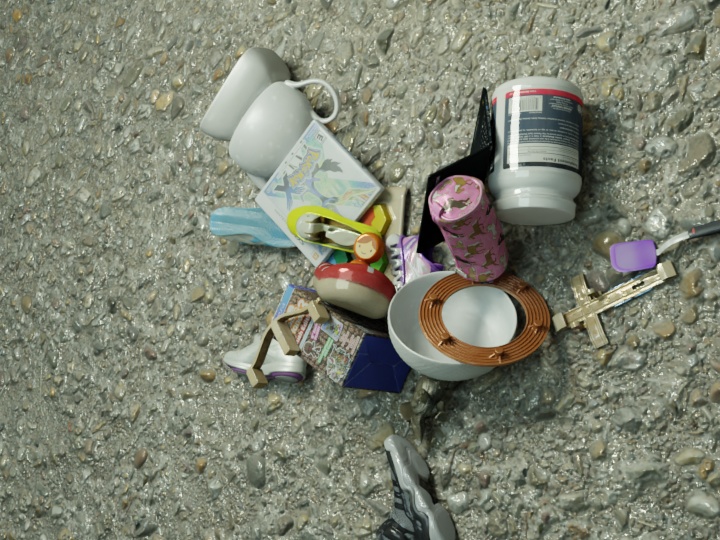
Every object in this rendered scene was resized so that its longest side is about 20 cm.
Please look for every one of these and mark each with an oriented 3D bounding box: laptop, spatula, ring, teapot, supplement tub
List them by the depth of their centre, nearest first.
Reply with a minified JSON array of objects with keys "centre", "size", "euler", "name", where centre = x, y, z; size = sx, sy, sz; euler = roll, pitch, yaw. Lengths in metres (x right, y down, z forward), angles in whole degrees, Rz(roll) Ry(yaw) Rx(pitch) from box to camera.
[{"centre":[0.448,-0.042,1.313],"size":[0.199,0.021,0.057],"euler":[-21,42,31],"name":"spatula"},{"centre":[0.188,0.065,1.422],"size":[0.200,0.200,0.019],"euler":[44,149,37],"name":"ring"},{"centre":[0.266,-0.180,1.423],"size":[0.140,0.140,0.201],"euler":[-4,78,39],"name":"supplement tub"},{"centre":[0.142,-0.154,1.452],"size":[0.178,0.103,0.201],"euler":[96,176,-51],"name":"laptop"},{"centre":[-0.142,-0.252,1.777],"size":[0.146,0.200,0.198],"euler":[35,65,3],"name":"teapot"}]

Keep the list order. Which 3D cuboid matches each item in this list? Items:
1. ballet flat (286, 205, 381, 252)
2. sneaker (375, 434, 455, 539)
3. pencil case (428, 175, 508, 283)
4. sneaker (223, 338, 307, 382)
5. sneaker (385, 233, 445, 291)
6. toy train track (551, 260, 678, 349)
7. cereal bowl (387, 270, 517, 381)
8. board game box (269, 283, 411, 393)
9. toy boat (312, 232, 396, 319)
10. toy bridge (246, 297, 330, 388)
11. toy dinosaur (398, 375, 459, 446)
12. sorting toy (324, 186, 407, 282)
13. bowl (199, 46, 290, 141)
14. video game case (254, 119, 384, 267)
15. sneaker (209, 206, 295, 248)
[{"centre":[-0.057,-0.071,1.644],"size":[0.199,0.067,0.067],"euler":[16,106,25],"name":"ballet flat"},{"centre":[0.064,0.374,1.511],"size":[0.114,0.075,0.201],"euler":[-40,62,24],"name":"sneaker"},{"centre":[0.162,-0.059,1.393],"size":[0.082,0.200,0.087],"euler":[9,63,25],"name":"pencil case"},{"centre":[-0.173,0.159,1.774],"size":[0.199,0.075,0.100],"euler":[0,67,35],"name":"sneaker"},{"centre":[0.103,0.026,1.563],"size":[0.088,0.080,0.201],"euler":[-14,75,17],"name":"sneaker"},{"centre":[0.364,0.039,1.365],"size":[0.199,0.032,0.115],"euler":[-30,63,30],"name":"toy train track"},{"centre":[0.142,0.097,1.462],"size":[0.200,0.199,0.084],"euler":[42,149,37],"name":"cereal bowl"},{"centre":[-0.028,0.117,1.592],"size":[0.200,0.159,0.097],"euler":[30,100,39],"name":"board game box"},{"centre":[0.000,0.000,1.545],"size":[0.200,0.130,0.131],"euler":[-147,78,-80],"name":"toy boat"},{"centre":[-0.125,0.110,1.550],"size":[0.200,0.027,0.067],"euler":[-47,55,27],"name":"toy bridge"},{"centre":[0.121,0.185,1.506],"size":[0.201,0.077,0.102],"euler":[-60,17,-4],"name":"toy dinosaur"},{"centre":[-0.003,-0.054,1.688],"size":[0.184,0.036,0.201],"euler":[2,82,40],"name":"sorting toy"},{"centre":[-0.215,-0.334,1.843],"size":[0.075,0.200,0.200],"euler":[38,105,5],"name":"bowl"},{"centre":[-0.078,-0.138,1.695],"size":[0.182,0.022,0.200],"euler":[47,115,14],"name":"video game case"},{"centre":[-0.191,-0.084,1.831],"size":[0.199,0.081,0.077],"euler":[10,85,21],"name":"sneaker"}]
